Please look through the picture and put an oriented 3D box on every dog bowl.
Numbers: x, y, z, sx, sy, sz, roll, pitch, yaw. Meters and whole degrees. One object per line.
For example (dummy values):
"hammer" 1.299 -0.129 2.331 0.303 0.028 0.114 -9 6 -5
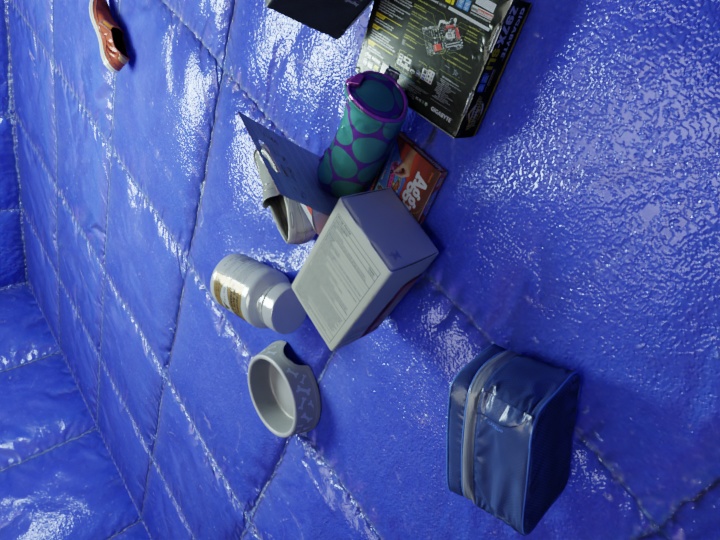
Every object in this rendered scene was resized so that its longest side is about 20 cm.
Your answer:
"dog bowl" -0.167 0.254 1.094 0.197 0.058 0.206 17 114 43

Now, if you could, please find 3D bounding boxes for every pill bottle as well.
"pill bottle" -0.196 0.047 1.014 0.197 0.113 0.118 21 118 41

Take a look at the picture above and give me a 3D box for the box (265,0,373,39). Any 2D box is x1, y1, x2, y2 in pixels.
"box" -0.026 -0.440 0.624 0.195 0.121 0.206 -27 64 49

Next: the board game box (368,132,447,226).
"board game box" 0.049 -0.090 0.775 0.103 0.019 0.203 45 132 26

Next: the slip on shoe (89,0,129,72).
"slip on shoe" -0.625 -0.599 1.306 0.060 0.074 0.205 -19 81 13

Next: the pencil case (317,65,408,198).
"pencil case" -0.003 -0.179 0.714 0.092 0.085 0.200 44 152 4

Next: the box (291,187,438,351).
"box" 0.000 0.000 0.763 0.129 0.107 0.201 54 135 19

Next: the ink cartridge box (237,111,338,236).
"ink cartridge box" -0.097 -0.131 0.776 0.057 0.198 0.165 -42 63 24

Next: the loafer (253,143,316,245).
"loafer" -0.146 -0.138 0.930 0.070 0.069 0.203 -43 71 45

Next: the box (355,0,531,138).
"box" 0.089 -0.285 0.645 0.200 0.049 0.163 43 128 29

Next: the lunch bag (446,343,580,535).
"lunch bag" 0.179 0.205 0.647 0.130 0.134 0.206 18 117 42
